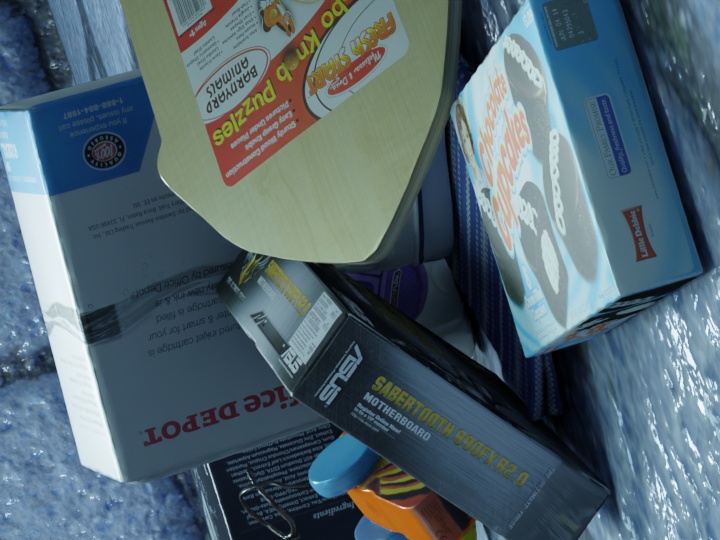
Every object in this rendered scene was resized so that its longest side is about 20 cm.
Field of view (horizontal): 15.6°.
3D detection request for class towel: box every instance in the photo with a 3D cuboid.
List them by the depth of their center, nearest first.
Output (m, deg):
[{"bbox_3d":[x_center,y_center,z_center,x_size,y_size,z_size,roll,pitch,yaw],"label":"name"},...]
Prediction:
[{"bbox_3d":[0.056,-0.042,1.273,0.200,0.024,0.145,-117,16,-45],"label":"towel"}]

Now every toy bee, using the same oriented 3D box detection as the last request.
[{"bbox_3d":[0.015,0.106,1.564,0.199,0.109,0.131,20,147,41],"label":"toy bee"}]

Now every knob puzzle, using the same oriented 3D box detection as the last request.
[{"bbox_3d":[-0.019,-0.092,1.194,0.219,0.030,0.221,-5,82,41],"label":"knob puzzle"}]

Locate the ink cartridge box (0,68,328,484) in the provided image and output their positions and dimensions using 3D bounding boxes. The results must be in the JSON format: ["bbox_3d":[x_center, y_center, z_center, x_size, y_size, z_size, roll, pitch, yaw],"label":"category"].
[{"bbox_3d":[-0.095,-0.006,1.384,0.084,0.144,0.201,7,112,67],"label":"ink cartridge box"}]

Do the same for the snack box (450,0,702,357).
[{"bbox_3d":[0.081,-0.035,1.052,0.200,0.037,0.117,125,129,-79],"label":"snack box"}]

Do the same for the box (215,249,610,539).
[{"bbox_3d":[0.021,0.055,1.278,0.158,0.048,0.200,34,-176,-18],"label":"box"}]

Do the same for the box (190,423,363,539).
[{"bbox_3d":[-0.067,0.181,2.126,0.197,0.117,0.201,125,127,-79],"label":"box"}]

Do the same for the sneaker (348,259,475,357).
[{"bbox_3d":[0.000,0.000,1.481,0.200,0.083,0.081,-128,23,-69],"label":"sneaker"}]

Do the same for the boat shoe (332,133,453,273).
[{"bbox_3d":[-0.011,-0.086,1.262,0.075,0.086,0.203,-123,21,-54],"label":"boat shoe"}]
